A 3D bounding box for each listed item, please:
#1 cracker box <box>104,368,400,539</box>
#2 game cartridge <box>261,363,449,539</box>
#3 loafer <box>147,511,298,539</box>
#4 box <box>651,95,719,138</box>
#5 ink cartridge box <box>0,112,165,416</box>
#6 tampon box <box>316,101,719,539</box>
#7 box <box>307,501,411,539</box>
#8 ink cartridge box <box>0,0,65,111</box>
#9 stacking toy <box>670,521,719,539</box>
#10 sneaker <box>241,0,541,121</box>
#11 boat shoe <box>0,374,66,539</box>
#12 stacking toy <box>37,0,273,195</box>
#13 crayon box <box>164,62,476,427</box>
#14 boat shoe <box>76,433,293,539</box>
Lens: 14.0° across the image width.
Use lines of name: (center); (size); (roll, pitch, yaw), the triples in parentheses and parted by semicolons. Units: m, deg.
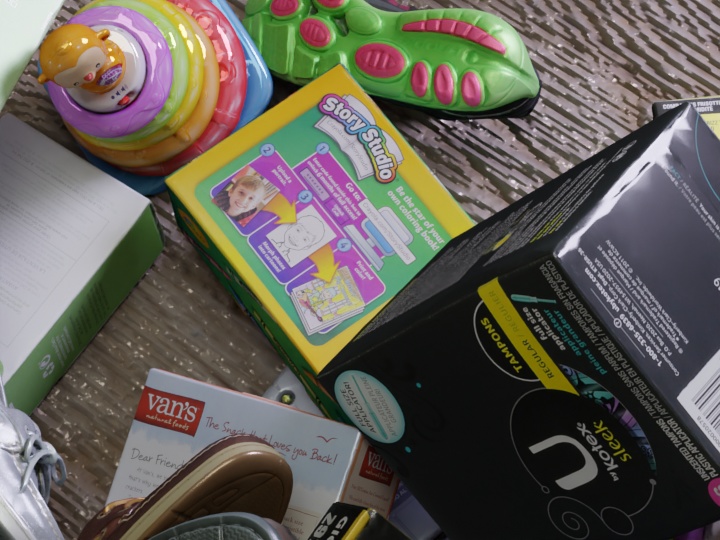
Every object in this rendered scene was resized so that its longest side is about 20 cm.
cracker box: (-0.071, 0.163, 1.468); (0.133, 0.058, 0.201); (15, 84, 32)
game cartridge: (0.036, 0.071, 1.566); (0.200, 0.041, 0.133); (-37, 70, -13)
loafer: (-0.094, 0.175, 1.374); (0.200, 0.063, 0.072); (-40, 67, 26)
box: (0.188, 0.011, 1.560); (0.050, 0.075, 0.201); (-4, 63, 3)
ink cartridge box: (-0.209, 0.023, 1.597); (0.104, 0.059, 0.200); (31, 71, 18)
tampon box: (0.108, 0.044, 1.384); (0.150, 0.200, 0.126); (50, 52, -7)
box: (0.022, 0.233, 1.411); (0.200, 0.049, 0.160); (41, 74, -19)
ink cartridge box: (-0.242, -0.070, 1.562); (0.048, 0.200, 0.146); (36, 56, -17)
stacking toy: (0.181, 0.139, 1.415); (0.116, 0.200, 0.110); (32, 71, 6)
sneaker: (0.015, -0.121, 1.645); (0.199, 0.084, 0.077); (24, 86, 33)
boat shoe: (-0.192, 0.069, 1.500); (0.065, 0.075, 0.202); (-24, 54, -10)
stacking toy: (-0.129, -0.108, 1.565); (0.116, 0.200, 0.110); (-34, 83, 8)
crayon box: (0.000, 0.000, 1.553); (0.119, 0.058, 0.200); (-34, 66, -11)
boat shoe: (-0.111, 0.139, 1.421); (0.200, 0.072, 0.072); (-50, 43, 26)
